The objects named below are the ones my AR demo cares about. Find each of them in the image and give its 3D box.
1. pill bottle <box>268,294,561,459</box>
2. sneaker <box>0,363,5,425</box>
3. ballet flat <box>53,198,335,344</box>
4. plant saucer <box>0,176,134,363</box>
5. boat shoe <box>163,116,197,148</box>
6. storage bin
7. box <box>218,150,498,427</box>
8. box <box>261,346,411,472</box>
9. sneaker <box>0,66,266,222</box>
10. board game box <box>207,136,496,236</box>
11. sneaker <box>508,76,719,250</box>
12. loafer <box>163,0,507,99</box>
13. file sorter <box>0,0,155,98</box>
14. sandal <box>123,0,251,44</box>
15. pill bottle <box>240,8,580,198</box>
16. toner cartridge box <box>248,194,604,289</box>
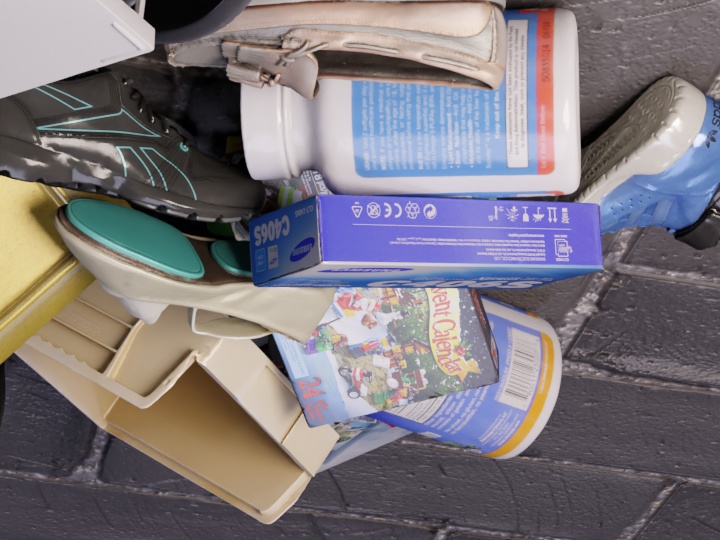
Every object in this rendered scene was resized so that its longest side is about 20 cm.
[{"bbox_3d":[0.037,0.058,1.597,0.199,0.113,0.112,20,147,-25],"label":"pill bottle"},{"bbox_3d":[-0.329,0.060,1.681,0.088,0.075,0.201,-4,140,11],"label":"sneaker"},{"bbox_3d":[-0.106,0.008,1.365,0.199,0.070,0.069,13,150,-30],"label":"ballet flat"},{"bbox_3d":[-0.255,-0.028,1.344,0.200,0.200,0.048,52,170,-23],"label":"plant saucer"},{"bbox_3d":[-0.205,-0.067,1.424,0.200,0.087,0.075,13,150,-16],"label":"boat shoe"},{"bbox_3d":[-0.141,0.072,1.570,0.198,0.094,0.200,26,165,35],"label":"storage bin"},{"bbox_3d":[0.000,0.000,1.457,0.135,0.038,0.201,-14,120,11],"label":"box"},{"bbox_3d":[-0.028,0.101,1.754,0.136,0.038,0.199,26,143,-35],"label":"box"},{"bbox_3d":[-0.141,-0.079,1.318,0.199,0.080,0.075,14,179,-28],"label":"sneaker"},{"bbox_3d":[-0.007,-0.053,1.493,0.198,0.030,0.096,0,150,0],"label":"board game box"},{"bbox_3d":[0.183,-0.042,1.443,0.111,0.077,0.200,29,136,-23],"label":"sneaker"},{"bbox_3d":[-0.015,-0.126,1.246,0.198,0.064,0.072,-5,174,4],"label":"loafer"},{"bbox_3d":[-0.226,-0.178,1.192,0.199,0.126,0.139,-14,148,28],"label":"file sorter"},{"bbox_3d":[-0.128,-0.164,1.236,0.199,0.077,0.043,-8,150,35],"label":"sandal"},{"bbox_3d":[0.032,-0.099,1.323,0.198,0.113,0.113,-1,150,6],"label":"pill bottle"},{"bbox_3d":[0.041,-0.016,1.347,0.198,0.044,0.095,1,170,-28],"label":"toner cartridge box"}]
